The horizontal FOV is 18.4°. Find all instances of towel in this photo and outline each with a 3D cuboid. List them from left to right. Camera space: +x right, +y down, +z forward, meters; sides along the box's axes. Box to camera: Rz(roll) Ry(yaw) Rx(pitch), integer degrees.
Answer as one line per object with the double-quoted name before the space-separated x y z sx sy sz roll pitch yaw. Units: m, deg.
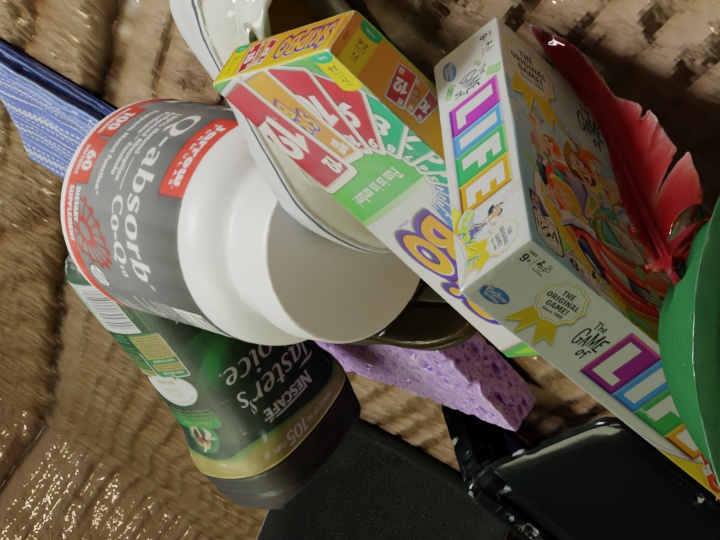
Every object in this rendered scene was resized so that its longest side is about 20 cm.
"towel" -0.172 -0.073 1.405 0.145 0.024 0.200 32 166 12

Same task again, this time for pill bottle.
"pill bottle" -0.060 -0.025 1.125 0.116 0.116 0.200 42 163 -31

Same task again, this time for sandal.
"sandal" 0.000 0.000 1.199 0.200 0.082 0.055 11 176 42

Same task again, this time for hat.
"hat" 0.110 0.025 0.756 0.176 0.200 0.166 -6 123 47

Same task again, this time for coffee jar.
"coffee jar" -0.082 0.043 1.313 0.085 0.104 0.200 1 132 45

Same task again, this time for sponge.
"sponge" 0.008 0.036 1.349 0.112 0.030 0.200 44 163 -34

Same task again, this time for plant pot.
"plant pot" 0.037 0.245 1.694 0.177 0.200 0.200 12 157 25

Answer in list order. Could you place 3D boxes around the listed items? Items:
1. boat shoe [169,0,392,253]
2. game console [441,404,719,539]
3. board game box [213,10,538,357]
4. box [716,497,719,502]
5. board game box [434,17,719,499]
"boat shoe" -0.008 -0.069 0.967 0.070 0.071 0.200 25 157 42
"game console" 0.166 0.140 1.370 0.200 0.116 0.176 40 -165 -22
"board game box" 0.037 -0.025 0.898 0.200 0.030 0.095 40 158 -23
"box" 0.267 0.128 1.057 0.200 0.040 0.137 30 166 16
"board game box" 0.110 0.009 0.836 0.200 0.034 0.135 38 -152 -29
